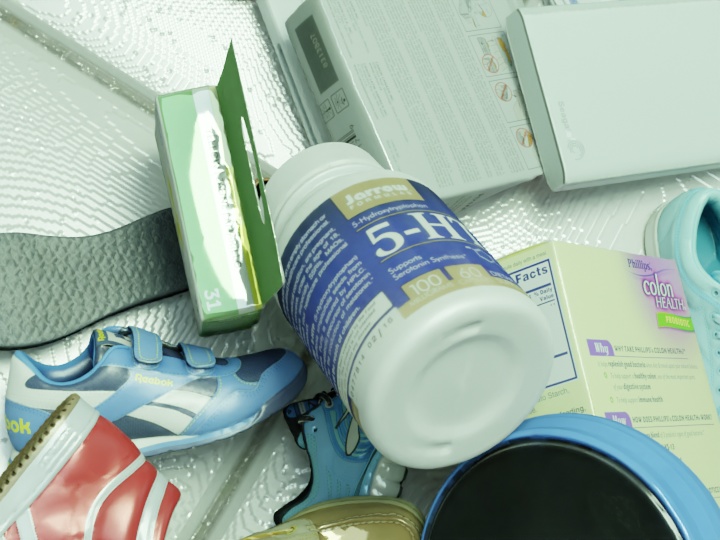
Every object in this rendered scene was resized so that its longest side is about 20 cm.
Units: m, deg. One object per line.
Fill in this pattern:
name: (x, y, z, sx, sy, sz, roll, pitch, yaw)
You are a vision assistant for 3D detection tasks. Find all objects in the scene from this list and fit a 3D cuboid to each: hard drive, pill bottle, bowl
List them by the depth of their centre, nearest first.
bowl: (0.118, 0.184, 0.856, 0.039, 0.200, 0.201, -3, 69, -54)
pill bottle: (0.016, 0.011, 0.886, 0.119, 0.120, 0.200, -19, 41, -18)
hard drive: (0.210, -0.134, 1.101, 0.199, 0.026, 0.132, -9, 80, -28)

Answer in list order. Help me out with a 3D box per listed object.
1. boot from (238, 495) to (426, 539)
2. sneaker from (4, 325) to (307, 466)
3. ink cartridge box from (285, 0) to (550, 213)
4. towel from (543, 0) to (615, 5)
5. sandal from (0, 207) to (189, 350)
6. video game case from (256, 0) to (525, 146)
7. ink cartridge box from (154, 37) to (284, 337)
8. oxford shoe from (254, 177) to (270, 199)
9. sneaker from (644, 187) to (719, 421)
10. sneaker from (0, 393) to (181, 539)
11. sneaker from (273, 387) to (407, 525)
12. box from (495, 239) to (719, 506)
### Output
boot: (-0.054, 0.196, 0.877, 0.199, 0.155, 0.073, -14, 95, 3)
sneaker: (-0.131, 0.072, 0.955, 0.199, 0.074, 0.083, -13, 97, -16)
ink cartridge box: (0.059, -0.123, 1.063, 0.200, 0.057, 0.163, -13, 76, -45)
towel: (0.239, -0.215, 1.171, 0.199, 0.024, 0.147, -19, 79, -18)
sandal: (-0.189, 0.008, 0.995, 0.199, 0.043, 0.076, -10, 83, -26)
video game case: (0.044, -0.147, 1.095, 0.199, 0.024, 0.183, -16, 78, -23)
ink cartridge box: (-0.090, -0.042, 0.914, 0.048, 0.200, 0.146, -12, 84, -8)
oxford shoe: (0.000, 0.000, 1.023, 0.199, 0.071, 0.072, 27, 67, -6)
sneaker: (0.259, 0.035, 1.068, 0.074, 0.082, 0.201, -15, 78, -16)
sneaker: (-0.189, 0.184, 0.883, 0.112, 0.071, 0.200, 40, 81, -12)
sneaker: (-0.005, 0.091, 0.975, 0.090, 0.078, 0.201, 16, 86, 3)
box: (0.151, 0.094, 0.971, 0.176, 0.096, 0.201, 5, 68, -53)
